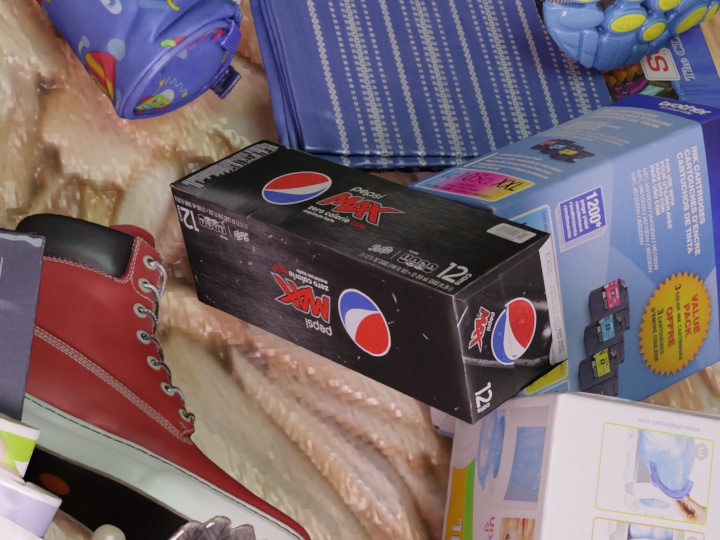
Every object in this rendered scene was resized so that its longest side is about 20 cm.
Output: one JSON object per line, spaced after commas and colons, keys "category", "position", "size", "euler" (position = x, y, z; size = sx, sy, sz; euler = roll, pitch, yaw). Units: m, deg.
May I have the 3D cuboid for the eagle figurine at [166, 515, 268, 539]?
{"category": "eagle figurine", "position": [-0.059, 0.195, 0.686], "size": [0.152, 0.200, 0.151], "euler": [-3, 64, -25]}

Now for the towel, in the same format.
{"category": "towel", "position": [0.040, -0.111, 0.970], "size": [0.200, 0.024, 0.145], "euler": [-1, 61, -25]}

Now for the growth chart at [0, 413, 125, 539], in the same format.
{"category": "growth chart", "position": [-0.182, 0.090, 0.646], "size": [0.200, 0.018, 0.145], "euler": [39, 78, -16]}

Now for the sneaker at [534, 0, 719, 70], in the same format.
{"category": "sneaker", "position": [0.153, -0.170, 1.019], "size": [0.083, 0.071, 0.200], "euler": [42, 40, 17]}

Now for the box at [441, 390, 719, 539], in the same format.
{"category": "box", "position": [0.097, 0.161, 0.793], "size": [0.101, 0.112, 0.200], "euler": [11, 79, -19]}

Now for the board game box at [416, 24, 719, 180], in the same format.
{"category": "board game box", "position": [0.114, -0.107, 1.034], "size": [0.199, 0.041, 0.200], "euler": [-4, 64, -26]}

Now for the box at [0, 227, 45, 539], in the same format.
{"category": "box", "position": [-0.230, 0.072, 0.693], "size": [0.182, 0.104, 0.200], "euler": [8, 88, -18]}

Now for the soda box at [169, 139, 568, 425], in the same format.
{"category": "soda box", "position": [0.000, 0.000, 0.835], "size": [0.063, 0.071, 0.200], "euler": [-31, 35, -31]}

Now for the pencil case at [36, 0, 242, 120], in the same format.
{"category": "pencil case", "position": [-0.138, -0.172, 0.936], "size": [0.087, 0.078, 0.200], "euler": [-36, 79, -5]}

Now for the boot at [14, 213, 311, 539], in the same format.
{"category": "boot", "position": [-0.092, 0.054, 0.832], "size": [0.200, 0.072, 0.144], "euler": [29, 52, 1]}

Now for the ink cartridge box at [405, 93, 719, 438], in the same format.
{"category": "ink cartridge box", "position": [0.125, -0.006, 0.920], "size": [0.200, 0.076, 0.137], "euler": [-24, 116, -34]}
